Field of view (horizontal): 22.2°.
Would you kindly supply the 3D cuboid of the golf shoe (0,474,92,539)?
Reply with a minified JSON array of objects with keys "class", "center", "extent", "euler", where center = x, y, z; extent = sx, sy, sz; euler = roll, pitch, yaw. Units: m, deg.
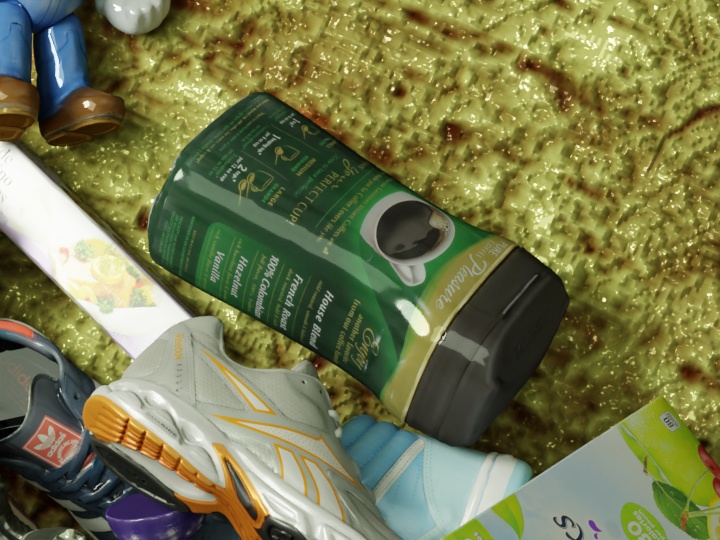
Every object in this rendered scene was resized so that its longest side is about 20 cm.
[{"class":"golf shoe","center":[-0.190,0.130,0.869],"extent":[0.200,0.088,0.077],"euler":[40,56,7]}]

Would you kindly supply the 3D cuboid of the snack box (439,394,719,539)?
[{"class":"snack box","center":[0.124,0.166,0.822],"extent":[0.169,0.200,0.068],"euler":[51,129,12]}]

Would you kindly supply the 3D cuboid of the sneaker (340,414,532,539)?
[{"class":"sneaker","center":[-0.008,0.165,0.908],"extent":[0.130,0.080,0.201],"euler":[23,77,11]}]

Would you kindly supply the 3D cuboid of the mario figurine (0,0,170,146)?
[{"class":"mario figurine","center":[-0.170,-0.174,0.965],"extent":[0.105,0.123,0.201],"euler":[-12,79,12]}]

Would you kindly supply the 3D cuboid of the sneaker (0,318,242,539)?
[{"class":"sneaker","center":[-0.140,0.095,0.937],"extent":[0.200,0.085,0.075],"euler":[34,88,13]}]

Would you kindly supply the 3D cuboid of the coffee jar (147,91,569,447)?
[{"class":"coffee jar","center":[0.000,0.000,0.916],"extent":[0.199,0.086,0.104],"euler":[32,44,13]}]

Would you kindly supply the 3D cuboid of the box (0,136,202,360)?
[{"class":"box","center":[-0.158,-0.019,0.980],"extent":[0.200,0.041,0.039],"euler":[43,91,14]}]

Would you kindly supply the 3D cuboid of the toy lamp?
[{"class":"toy lamp","center":[-0.080,0.209,0.902],"extent":[0.058,0.058,0.201],"euler":[-9,100,9]}]

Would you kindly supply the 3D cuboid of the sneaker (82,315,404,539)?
[{"class":"sneaker","center":[-0.025,0.092,0.855],"extent":[0.200,0.076,0.092],"euler":[36,58,2]}]
